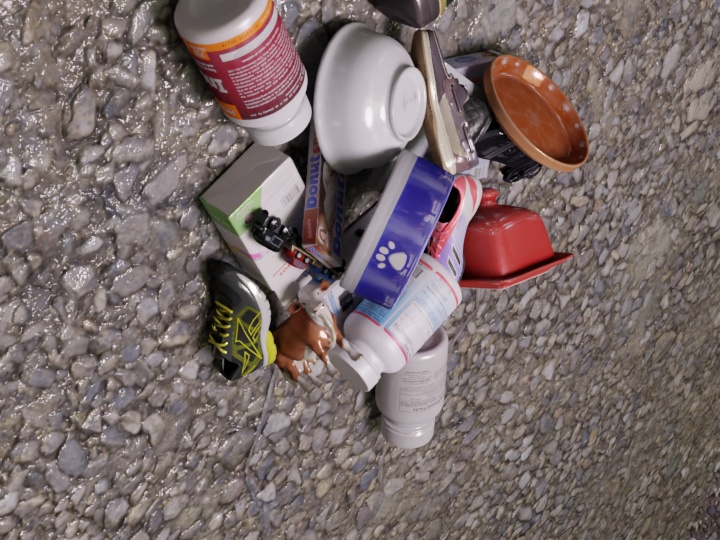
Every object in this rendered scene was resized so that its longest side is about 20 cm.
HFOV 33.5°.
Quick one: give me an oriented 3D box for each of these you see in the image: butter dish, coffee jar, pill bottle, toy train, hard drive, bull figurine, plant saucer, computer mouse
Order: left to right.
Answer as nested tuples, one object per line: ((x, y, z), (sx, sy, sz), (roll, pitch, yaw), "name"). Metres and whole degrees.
((-0.129, -0.243, 1.397), (0.113, 0.113, 0.200), (-47, 141, -16), "pill bottle")
((-0.079, -0.025, 1.557), (0.046, 0.034, 0.200), (-57, 144, 1), "toy train")
((-0.068, 0.095, 1.645), (0.065, 0.122, 0.200), (-31, 174, -33), "bull figurine")
((0.047, 0.075, 1.726), (0.200, 0.108, 0.109), (-46, 142, -17), "pill bottle")
((0.081, 0.184, 1.937), (0.114, 0.114, 0.201), (-27, 133, -36), "pill bottle")
((0.098, -0.188, 1.706), (0.132, 0.027, 0.201), (24, 97, -52), "hard drive")
((0.108, -0.401, 1.575), (0.200, 0.104, 0.086), (-40, 137, -24), "coffee jar")
((0.203, -0.057, 1.888), (0.199, 0.199, 0.149), (-19, 105, -43), "butter dish")
((0.228, -0.196, 1.803), (0.199, 0.138, 0.053), (15, 59, -50), "computer mouse")
((0.253, -0.226, 1.743), (0.200, 0.201, 0.032), (-5, 153, -48), "plant saucer")

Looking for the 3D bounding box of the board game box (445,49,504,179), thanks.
((0.128, -0.215, 1.778), (0.199, 0.041, 0.201), (-19, 128, -41), "board game box")

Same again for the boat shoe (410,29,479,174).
((0.115, -0.229, 1.616), (0.064, 0.072, 0.202), (-13, 93, -11), "boat shoe")

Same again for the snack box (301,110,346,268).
((-0.045, -0.109, 1.571), (0.072, 0.024, 0.201), (41, 46, -54), "snack box")

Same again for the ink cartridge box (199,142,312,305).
((-0.117, -0.059, 1.575), (0.117, 0.067, 0.200), (-46, 141, -17), "ink cartridge box")

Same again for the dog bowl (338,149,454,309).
((0.048, -0.053, 1.578), (0.200, 0.078, 0.201), (-155, -90, -90), "dog bowl")

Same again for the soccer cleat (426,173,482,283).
((0.125, -0.049, 1.795), (0.073, 0.068, 0.201), (-4, 113, -55), "soccer cleat")

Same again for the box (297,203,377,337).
((0.000, 0.000, 1.760), (0.200, 0.060, 0.117), (-42, 141, -23), "box")

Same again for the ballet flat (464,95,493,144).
((0.114, -0.157, 1.695), (0.201, 0.057, 0.066), (-56, -174, -1), "ballet flat")

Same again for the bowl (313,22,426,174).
((0.026, -0.221, 1.564), (0.201, 0.090, 0.203), (-28, 123, -55), "bowl")

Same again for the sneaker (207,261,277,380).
((-0.167, 0.077, 1.604), (0.085, 0.074, 0.201), (-39, 139, -25), "sneaker")
